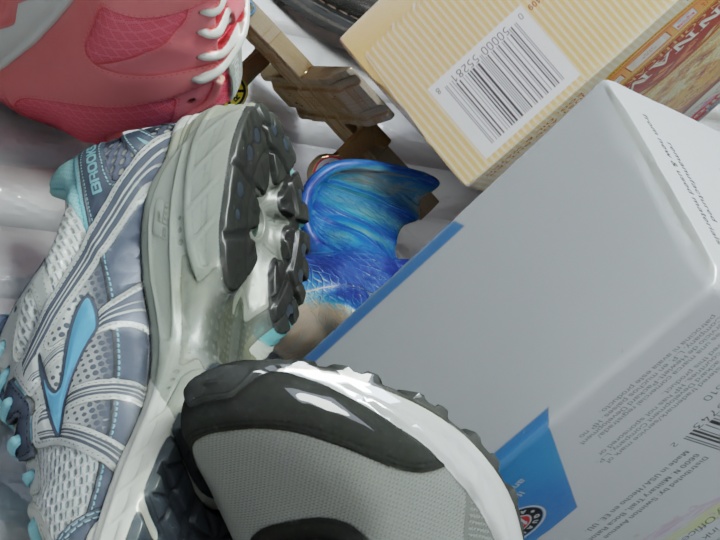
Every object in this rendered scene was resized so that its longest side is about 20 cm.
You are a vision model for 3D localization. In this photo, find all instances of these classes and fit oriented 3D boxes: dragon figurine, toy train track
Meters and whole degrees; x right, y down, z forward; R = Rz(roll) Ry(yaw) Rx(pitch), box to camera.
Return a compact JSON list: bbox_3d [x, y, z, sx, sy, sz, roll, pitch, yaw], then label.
[{"bbox_3d":[0.000,0.000,0.820,0.200,0.059,0.099,2,51,-40],"label":"dragon figurine"},{"bbox_3d":[-0.051,-0.085,0.844,0.200,0.033,0.115,47,-9,-15],"label":"toy train track"}]

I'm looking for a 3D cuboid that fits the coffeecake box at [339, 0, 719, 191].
[{"bbox_3d":[0.098,-0.099,0.878,0.073,0.154,0.200,50,12,12],"label":"coffeecake box"}]

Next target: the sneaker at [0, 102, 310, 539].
[{"bbox_3d":[-0.071,0.045,0.709,0.078,0.086,0.200,54,39,-49],"label":"sneaker"}]

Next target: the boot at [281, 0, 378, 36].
[{"bbox_3d":[0.005,-0.204,0.942,0.069,0.174,0.200,-19,65,-50],"label":"boot"}]

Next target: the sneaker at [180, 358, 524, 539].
[{"bbox_3d":[0.013,0.106,0.664,0.200,0.074,0.079,57,41,-23],"label":"sneaker"}]

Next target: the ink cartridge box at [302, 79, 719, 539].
[{"bbox_3d":[0.103,0.039,0.769,0.200,0.145,0.085,20,36,-45],"label":"ink cartridge box"}]

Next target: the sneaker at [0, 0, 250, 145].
[{"bbox_3d":[-0.060,-0.093,0.757,0.087,0.200,0.074,37,59,-20],"label":"sneaker"}]
